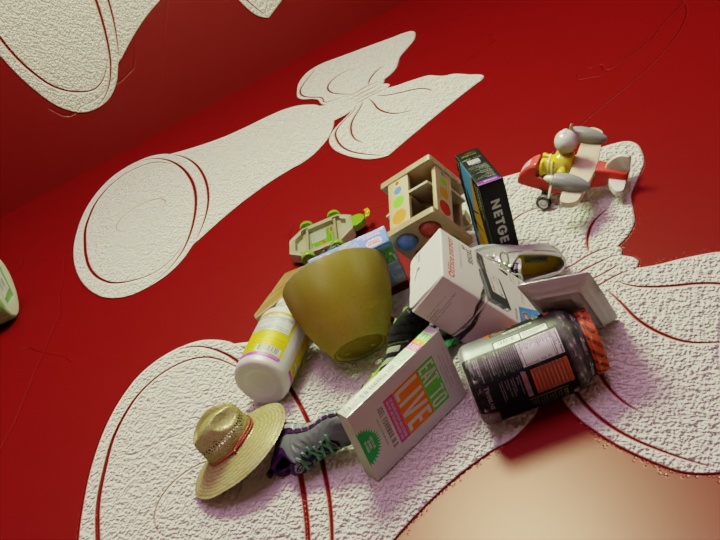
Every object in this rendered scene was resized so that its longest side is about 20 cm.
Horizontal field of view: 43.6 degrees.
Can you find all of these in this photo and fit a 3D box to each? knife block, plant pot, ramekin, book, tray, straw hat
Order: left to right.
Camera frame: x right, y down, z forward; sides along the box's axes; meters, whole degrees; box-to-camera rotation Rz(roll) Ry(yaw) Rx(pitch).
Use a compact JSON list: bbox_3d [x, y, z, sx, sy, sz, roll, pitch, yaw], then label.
[{"bbox_3d":[-0.977,0.055,2.360,0.096,0.202,0.200,-20,28,-5],"label":"ramekin"},{"bbox_3d":[-0.222,0.266,1.460,0.200,0.085,0.202,-37,20,15],"label":"straw hat"},{"bbox_3d":[-0.096,0.036,1.769,0.174,0.064,0.201,-20,25,41],"label":"knife block"},{"bbox_3d":[-0.024,0.075,1.583,0.198,0.200,0.144,-23,65,5],"label":"plant pot"},{"bbox_3d":[0.062,0.196,1.349,0.200,0.135,0.048,-41,37,-24],"label":"book"},{"bbox_3d":[0.312,0.056,1.343,0.106,0.200,0.023,-11,64,24],"label":"tray"}]

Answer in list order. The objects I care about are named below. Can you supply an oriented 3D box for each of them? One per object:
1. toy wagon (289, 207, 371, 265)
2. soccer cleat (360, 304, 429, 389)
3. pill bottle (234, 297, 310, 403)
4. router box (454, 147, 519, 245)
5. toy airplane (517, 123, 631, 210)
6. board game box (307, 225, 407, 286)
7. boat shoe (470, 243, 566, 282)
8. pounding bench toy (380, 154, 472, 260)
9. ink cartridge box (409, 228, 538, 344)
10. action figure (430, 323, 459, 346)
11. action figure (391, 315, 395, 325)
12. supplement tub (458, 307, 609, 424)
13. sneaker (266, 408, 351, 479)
[{"bbox_3d":[-0.064,-0.079,1.993,0.198,0.040,0.156,-22,30,7],"label":"toy wagon"},{"bbox_3d":[0.069,0.144,1.427,0.081,0.067,0.202,43,113,48],"label":"soccer cleat"},{"bbox_3d":[-0.151,0.138,1.645,0.103,0.105,0.201,-11,32,25],"label":"pill bottle"},{"bbox_3d":[0.232,-0.101,1.618,0.050,0.202,0.150,-20,29,-1],"label":"router box"},{"bbox_3d":[0.412,-0.201,1.697,0.197,0.142,0.200,-29,29,-6],"label":"toy airplane"},{"bbox_3d":[0.000,0.000,1.669,0.150,0.200,0.037,-25,67,3],"label":"board game box"},{"bbox_3d":[0.255,-0.002,1.530,0.199,0.076,0.086,-4,13,-7],"label":"boat shoe"},{"bbox_3d":[0.149,-0.087,1.728,0.123,0.199,0.158,-28,46,32],"label":"pounding bench toy"},{"bbox_3d":[0.180,0.045,1.419,0.084,0.198,0.145,-51,18,28],"label":"ink cartridge box"},{"bbox_3d":[0.155,0.088,1.537,0.198,0.055,0.118,-27,26,-10],"label":"action figure"},{"bbox_3d":[0.132,0.018,1.624,0.199,0.100,0.065,-38,32,-25],"label":"action figure"},{"bbox_3d":[0.250,0.134,1.308,0.198,0.124,0.123,-22,29,7],"label":"supplement tub"},{"bbox_3d":[-0.063,0.277,1.389,0.199,0.074,0.088,-24,35,41],"label":"sneaker"}]
